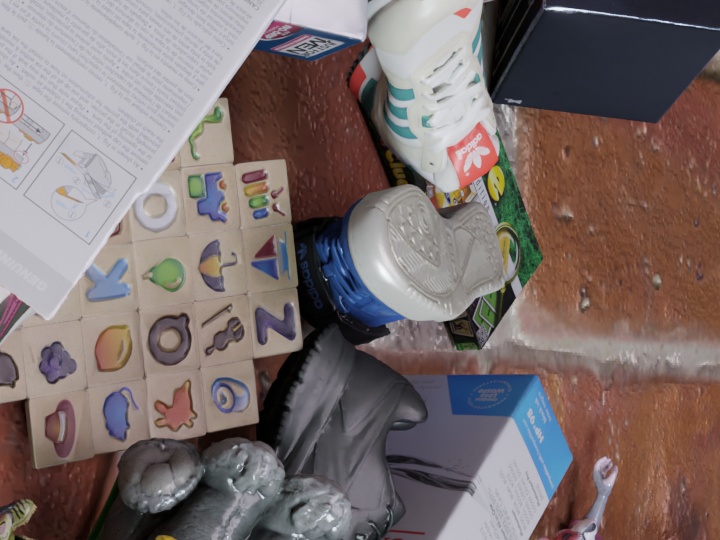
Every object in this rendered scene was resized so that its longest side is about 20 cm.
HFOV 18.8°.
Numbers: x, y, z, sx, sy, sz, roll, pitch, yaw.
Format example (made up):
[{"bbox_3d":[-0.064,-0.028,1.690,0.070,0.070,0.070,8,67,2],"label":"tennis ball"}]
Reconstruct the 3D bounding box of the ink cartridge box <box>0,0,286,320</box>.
[{"bbox_3d":[-0.142,-0.096,0.912,0.161,0.050,0.200,37,65,-9],"label":"ink cartridge box"}]

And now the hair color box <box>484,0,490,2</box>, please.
[{"bbox_3d":[0.003,-0.167,1.212,0.200,0.101,0.061,-22,104,-54],"label":"hair color box"}]

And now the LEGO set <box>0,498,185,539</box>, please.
[{"bbox_3d":[-0.163,0.118,0.889,0.153,0.200,0.116,-4,90,-36],"label":"LEGO set"}]

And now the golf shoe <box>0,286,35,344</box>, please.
[{"bbox_3d":[-0.161,-0.034,0.976,0.200,0.077,0.088,-57,155,-14],"label":"golf shoe"}]

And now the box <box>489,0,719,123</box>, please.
[{"bbox_3d":[0.160,-0.215,1.352,0.200,0.123,0.199,116,-18,-78],"label":"box"}]

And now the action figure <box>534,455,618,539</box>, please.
[{"bbox_3d":[0.172,0.230,1.476,0.149,0.134,0.200,-48,126,9],"label":"action figure"}]

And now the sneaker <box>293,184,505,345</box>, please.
[{"bbox_3d":[0.000,0.001,1.176,0.200,0.111,0.077,-12,86,-72],"label":"sneaker"}]

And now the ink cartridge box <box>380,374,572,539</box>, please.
[{"bbox_3d":[0.024,0.144,1.211,0.200,0.116,0.067,-54,131,-43],"label":"ink cartridge box"}]

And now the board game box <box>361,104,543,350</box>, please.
[{"bbox_3d":[0.058,-0.061,1.359,0.105,0.023,0.200,-54,131,-45],"label":"board game box"}]

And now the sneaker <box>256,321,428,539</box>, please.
[{"bbox_3d":[-0.028,0.129,1.127,0.091,0.076,0.200,29,75,-10],"label":"sneaker"}]

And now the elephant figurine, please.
[{"bbox_3d":[-0.081,0.183,0.968,0.155,0.141,0.200,83,17,-51],"label":"elephant figurine"}]

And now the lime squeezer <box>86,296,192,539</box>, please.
[{"bbox_3d":[-0.112,0.050,1.084,0.071,0.038,0.201,1,88,-56],"label":"lime squeezer"}]

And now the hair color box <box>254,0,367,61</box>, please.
[{"bbox_3d":[-0.093,-0.168,1.028,0.199,0.060,0.100,10,80,-26],"label":"hair color box"}]

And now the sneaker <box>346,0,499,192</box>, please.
[{"bbox_3d":[0.045,-0.096,1.119,0.070,0.200,0.094,-31,82,-11],"label":"sneaker"}]

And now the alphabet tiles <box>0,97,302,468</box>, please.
[{"bbox_3d":[-0.111,0.003,1.063,0.200,0.006,0.167,-9,95,-39],"label":"alphabet tiles"}]
